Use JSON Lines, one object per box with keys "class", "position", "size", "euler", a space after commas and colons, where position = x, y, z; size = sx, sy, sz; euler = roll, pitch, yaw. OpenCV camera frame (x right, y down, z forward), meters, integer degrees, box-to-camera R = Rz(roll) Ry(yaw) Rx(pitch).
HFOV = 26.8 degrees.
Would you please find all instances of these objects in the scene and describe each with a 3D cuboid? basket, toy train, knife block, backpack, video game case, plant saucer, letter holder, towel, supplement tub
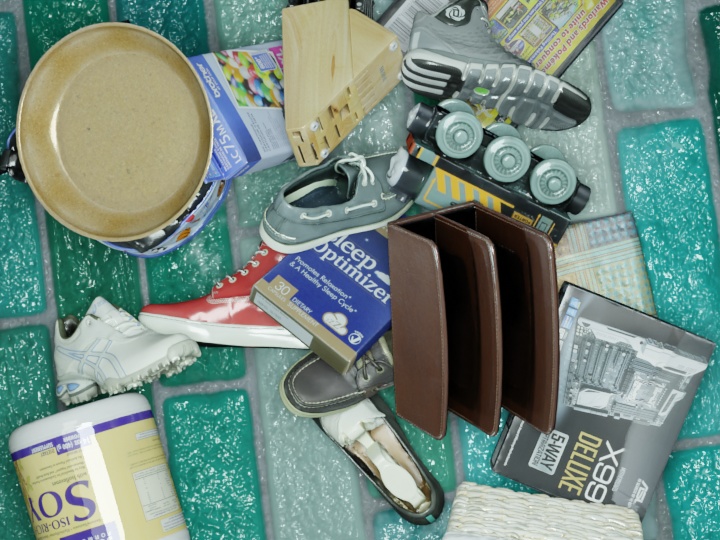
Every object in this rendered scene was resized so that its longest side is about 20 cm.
{"class": "basket", "position": [0.160, 0.321, 1.419], "size": [0.197, 0.161, 0.201], "euler": [9, 108, 4]}
{"class": "toy train", "position": [0.124, -0.086, 1.478], "size": [0.199, 0.085, 0.114], "euler": [25, 105, -12]}
{"class": "knife block", "position": [-0.051, -0.222, 1.508], "size": [0.175, 0.064, 0.200], "euler": [34, 72, 28]}
{"class": "backpack", "position": [-0.227, -0.107, 1.502], "size": [0.200, 0.154, 0.191], "euler": [-45, 76, 6]}
{"class": "video game case", "position": [0.138, -0.258, 1.556], "size": [0.181, 0.026, 0.200], "euler": [41, 88, 5]}
{"class": "plant saucer", "position": [-0.223, -0.128, 1.404], "size": [0.199, 0.035, 0.201], "euler": [1, 94, 17]}
{"class": "letter holder", "position": [0.107, 0.056, 1.404], "size": [0.100, 0.142, 0.201], "euler": [-15, 114, -28]}
{"class": "towel", "position": [0.228, 0.052, 1.532], "size": [0.146, 0.022, 0.201], "euler": [-12, 84, 2]}
{"class": "supplement tub", "position": [-0.250, 0.233, 1.481], "size": [0.145, 0.145, 0.201], "euler": [-18, 85, 2]}

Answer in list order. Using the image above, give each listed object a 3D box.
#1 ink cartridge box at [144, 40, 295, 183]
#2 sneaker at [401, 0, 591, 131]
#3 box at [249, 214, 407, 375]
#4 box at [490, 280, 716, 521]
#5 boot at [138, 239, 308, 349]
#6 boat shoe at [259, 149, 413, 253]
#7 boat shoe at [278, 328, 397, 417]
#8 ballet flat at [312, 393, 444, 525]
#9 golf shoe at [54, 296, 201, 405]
{"class": "ink cartridge box", "position": [-0.112, -0.158, 1.482], "size": [0.042, 0.200, 0.120], "euler": [-33, 85, 36]}
{"class": "sneaker", "position": [0.140, -0.217, 1.507], "size": [0.199, 0.075, 0.116], "euler": [15, 58, -15]}
{"class": "box", "position": [0.000, 0.000, 1.483], "size": [0.121, 0.032, 0.200], "euler": [37, 53, 13]}
{"class": "box", "position": [0.236, 0.132, 1.486], "size": [0.157, 0.050, 0.201], "euler": [22, 95, 0]}
{"class": "boot", "position": [-0.123, 0.006, 1.530], "size": [0.199, 0.072, 0.145], "euler": [1, 86, -5]}
{"class": "boat shoe", "position": [-0.009, -0.079, 1.479], "size": [0.200, 0.062, 0.073], "euler": [-25, 61, -32]}
{"class": "boat shoe", "position": [0.013, 0.083, 1.485], "size": [0.199, 0.065, 0.073], "euler": [-24, 75, -25]}
{"class": "ballet flat", "position": [0.014, 0.170, 1.510], "size": [0.068, 0.068, 0.200], "euler": [-43, 85, 1]}
{"class": "golf shoe", "position": [-0.240, 0.071, 1.480], "size": [0.199, 0.078, 0.098], "euler": [-15, 90, 41]}
